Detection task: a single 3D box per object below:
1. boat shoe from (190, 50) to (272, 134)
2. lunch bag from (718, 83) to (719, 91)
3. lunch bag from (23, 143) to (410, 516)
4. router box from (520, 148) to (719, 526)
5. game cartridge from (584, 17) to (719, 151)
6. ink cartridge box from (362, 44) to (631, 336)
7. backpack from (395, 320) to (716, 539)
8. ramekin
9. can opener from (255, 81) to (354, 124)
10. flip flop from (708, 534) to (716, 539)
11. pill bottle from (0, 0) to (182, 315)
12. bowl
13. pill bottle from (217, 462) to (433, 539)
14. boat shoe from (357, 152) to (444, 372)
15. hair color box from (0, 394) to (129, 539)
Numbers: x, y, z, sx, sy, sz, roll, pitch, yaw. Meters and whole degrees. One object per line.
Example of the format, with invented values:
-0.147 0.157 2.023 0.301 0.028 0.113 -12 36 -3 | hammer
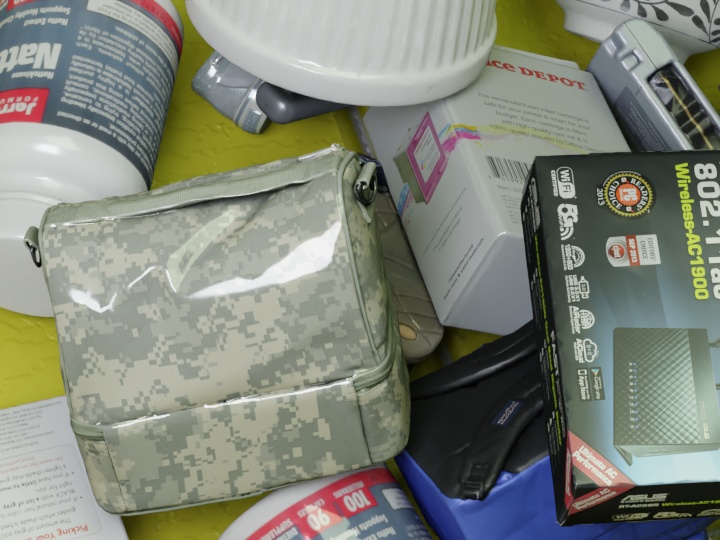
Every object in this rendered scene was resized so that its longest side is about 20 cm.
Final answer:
-0.049 -0.183 1.584 0.071 0.070 0.201 31 60 -1 | boat shoe
0.340 -0.099 1.551 0.124 0.170 0.200 17 42 -28 | lunch bag
-0.073 0.024 1.318 0.199 0.168 0.140 -10 30 8 | lunch bag
0.172 0.034 1.266 0.149 0.062 0.201 -2 65 -6 | router box
0.221 -0.068 1.553 0.040 0.133 0.200 -33 85 -10 | game cartridge
0.102 -0.051 1.496 0.144 0.085 0.200 11 40 -28 | ink cartridge box
0.136 0.107 1.381 0.200 0.168 0.163 -31 31 -8 | backpack
-0.005 -0.199 1.463 0.199 0.105 0.200 8 36 -6 | ramekin
0.000 -0.142 1.551 0.066 0.053 0.200 41 36 19 | can opener
0.233 0.196 1.455 0.200 0.058 0.081 34 55 7 | flip flop
-0.184 -0.080 1.449 0.119 0.120 0.201 14 58 -8 | pill bottle
0.195 -0.197 1.624 0.200 0.201 0.094 19 96 -5 | bowl
0.012 0.217 1.345 0.119 0.120 0.200 -24 70 -26 | pill bottle
0.000 0.000 1.486 0.074 0.073 0.200 28 30 -21 | boat shoe
-0.187 0.181 1.344 0.111 0.064 0.200 -12 64 -23 | hair color box
